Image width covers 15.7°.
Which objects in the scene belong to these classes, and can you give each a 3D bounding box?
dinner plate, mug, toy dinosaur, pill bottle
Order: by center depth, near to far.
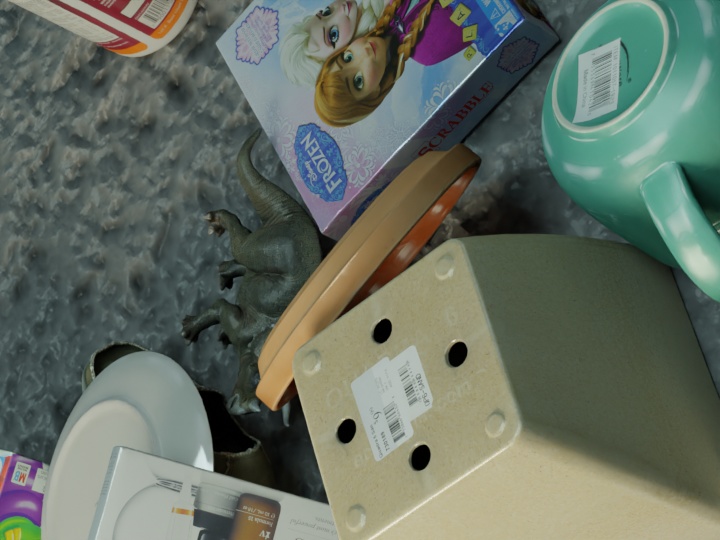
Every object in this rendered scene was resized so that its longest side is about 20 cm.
[{"bbox_3d":[0.185,-0.086,1.482,0.152,0.114,0.185,-56,35,3],"label":"mug"},{"bbox_3d":[-0.159,0.150,1.676,0.200,0.024,0.202,-18,67,49],"label":"dinner plate"},{"bbox_3d":[-0.059,0.009,1.729,0.102,0.077,0.201,2,73,31],"label":"toy dinosaur"},{"bbox_3d":[-0.214,-0.235,1.864,0.109,0.200,0.110,-17,63,36],"label":"pill bottle"}]

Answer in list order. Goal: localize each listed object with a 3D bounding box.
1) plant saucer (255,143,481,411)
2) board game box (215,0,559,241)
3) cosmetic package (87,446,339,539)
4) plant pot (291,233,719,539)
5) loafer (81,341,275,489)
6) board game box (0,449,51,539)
[{"bbox_3d":[0.000,0.000,1.596,0.032,0.200,0.201,40,104,5],"label":"plant saucer"},{"bbox_3d":[0.012,-0.153,1.738,0.200,0.041,0.200,-46,49,19],"label":"board game box"},{"bbox_3d":[-0.073,0.205,1.574,0.052,0.199,0.152,162,123,-79],"label":"cosmetic package"},{"bbox_3d":[0.078,0.091,1.490,0.200,0.177,0.201,-35,53,26],"label":"plant pot"},{"bbox_3d":[-0.115,0.096,1.719,0.200,0.075,0.070,37,133,40],"label":"loafer"},{"bbox_3d":[-0.264,0.225,1.795,0.104,0.103,0.201,8,79,44],"label":"board game box"}]
